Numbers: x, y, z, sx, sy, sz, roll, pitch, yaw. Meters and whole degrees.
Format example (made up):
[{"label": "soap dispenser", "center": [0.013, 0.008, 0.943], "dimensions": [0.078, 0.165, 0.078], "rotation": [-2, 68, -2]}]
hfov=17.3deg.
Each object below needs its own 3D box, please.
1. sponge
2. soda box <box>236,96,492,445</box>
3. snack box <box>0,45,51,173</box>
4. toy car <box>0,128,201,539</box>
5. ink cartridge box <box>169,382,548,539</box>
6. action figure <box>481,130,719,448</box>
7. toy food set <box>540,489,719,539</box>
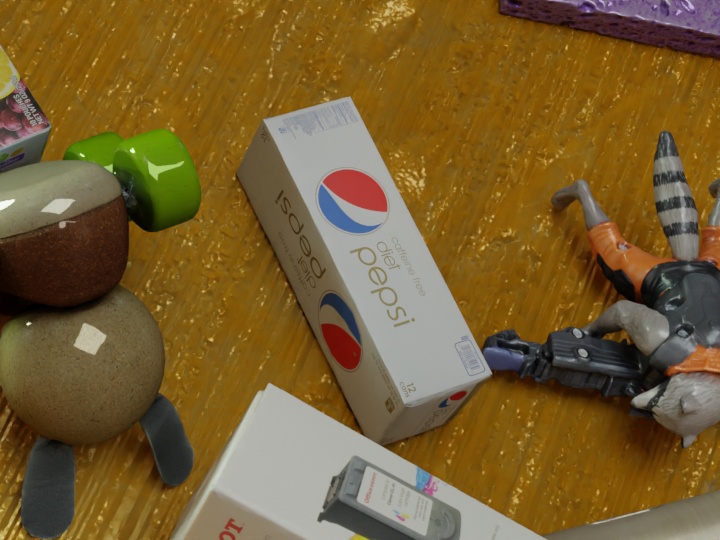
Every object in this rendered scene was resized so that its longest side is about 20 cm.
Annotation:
[{"label": "sponge", "center": [0.191, -0.210, 1.626], "dimensions": [0.200, 0.030, 0.112], "rotation": [10, 60, -15]}, {"label": "soda box", "center": [0.000, 0.000, 1.421], "dimensions": [0.064, 0.068, 0.200], "rotation": [-17, 70, -27]}, {"label": "snack box", "center": [-0.300, -0.091, 1.369], "dimensions": [0.200, 0.053, 0.142], "rotation": [-26, 73, -29]}, {"label": "toy car", "center": [-0.165, 0.040, 1.327], "dimensions": [0.164, 0.158, 0.200], "rotation": [-22, 101, -25]}, {"label": "ink cartridge box", "center": [-0.002, 0.173, 1.276], "dimensions": [0.200, 0.148, 0.086], "rotation": [28, 46, -3]}, {"label": "action figure", "center": [0.173, 0.018, 1.458], "dimensions": [0.200, 0.105, 0.194], "rotation": [4, 53, -21]}, {"label": "toy food set", "center": [0.181, 0.232, 1.378], "dimensions": [0.143, 0.060, 0.200], "rotation": [-12, 66, -13]}]
